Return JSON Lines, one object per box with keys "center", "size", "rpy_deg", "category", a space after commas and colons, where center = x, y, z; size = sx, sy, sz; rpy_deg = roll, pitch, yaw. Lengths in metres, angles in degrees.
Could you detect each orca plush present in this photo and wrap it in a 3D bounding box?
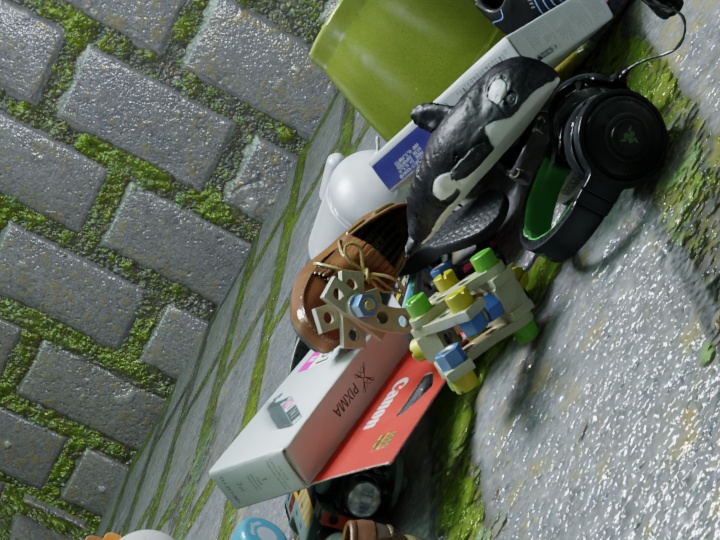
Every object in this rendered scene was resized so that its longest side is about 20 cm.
{"center": [0.070, -0.099, 0.852], "size": [0.105, 0.071, 0.200], "rpy_deg": [-39, -10, -32], "category": "orca plush"}

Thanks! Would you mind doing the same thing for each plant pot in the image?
{"center": [0.055, -0.227, 1.203], "size": [0.201, 0.192, 0.200], "rpy_deg": [-56, 3, 4], "category": "plant pot"}

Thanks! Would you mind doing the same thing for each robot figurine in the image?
{"center": [0.007, -0.055, 1.275], "size": [0.112, 0.170, 0.201], "rpy_deg": [-23, -29, -34], "category": "robot figurine"}

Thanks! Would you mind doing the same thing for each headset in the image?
{"center": [0.158, -0.106, 0.781], "size": [0.201, 0.093, 0.124], "rpy_deg": [-62, 11, 16], "category": "headset"}

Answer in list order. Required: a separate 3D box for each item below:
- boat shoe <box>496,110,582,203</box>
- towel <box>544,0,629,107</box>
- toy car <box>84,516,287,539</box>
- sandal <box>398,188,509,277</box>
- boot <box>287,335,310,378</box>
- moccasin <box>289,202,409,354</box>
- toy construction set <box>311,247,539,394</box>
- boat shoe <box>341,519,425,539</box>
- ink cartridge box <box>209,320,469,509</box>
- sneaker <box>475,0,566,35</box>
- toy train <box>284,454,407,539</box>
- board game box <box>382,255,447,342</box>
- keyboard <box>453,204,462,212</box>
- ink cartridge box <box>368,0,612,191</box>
{"center": [0.138, -0.106, 0.952], "size": [0.070, 0.066, 0.200], "rpy_deg": [-60, 12, 15], "category": "boat shoe"}
{"center": [0.219, -0.256, 1.040], "size": [0.200, 0.023, 0.144], "rpy_deg": [-54, 14, 42], "category": "towel"}
{"center": [-0.204, 0.340, 1.158], "size": [0.185, 0.198, 0.177], "rpy_deg": [-59, 12, 21], "category": "toy car"}
{"center": [0.089, -0.023, 1.023], "size": [0.075, 0.045, 0.200], "rpy_deg": [-45, 7, -23], "category": "sandal"}
{"center": [-0.036, 0.081, 1.172], "size": [0.154, 0.073, 0.205], "rpy_deg": [121, 169, -61], "category": "boot"}
{"center": [0.001, 0.001, 0.995], "size": [0.078, 0.074, 0.201], "rpy_deg": [-37, 4, 40], "category": "moccasin"}
{"center": [0.056, 0.036, 0.853], "size": [0.131, 0.093, 0.199], "rpy_deg": [-37, 22, -27], "category": "toy construction set"}
{"center": [-0.014, 0.271, 0.777], "size": [0.072, 0.067, 0.202], "rpy_deg": [-42, 24, 61], "category": "boat shoe"}
{"center": [-0.008, 0.101, 0.912], "size": [0.173, 0.044, 0.200], "rpy_deg": [-25, 15, 39], "category": "ink cartridge box"}
{"center": [0.179, -0.283, 1.029], "size": [0.200, 0.077, 0.071], "rpy_deg": [-48, 18, 53], "category": "sneaker"}
{"center": [-0.019, 0.193, 0.974], "size": [0.200, 0.084, 0.115], "rpy_deg": [-144, 69, -77], "category": "toy train"}
{"center": [0.043, 0.047, 1.120], "size": [0.127, 0.034, 0.201], "rpy_deg": [-58, 12, 30], "category": "board game box"}
{"center": [0.109, -0.093, 1.141], "size": [0.104, 0.040, 0.200], "rpy_deg": [-50, 1, 4], "category": "keyboard"}
{"center": [0.124, -0.164, 0.974], "size": [0.200, 0.041, 0.199], "rpy_deg": [-39, 1, -42], "category": "ink cartridge box"}
